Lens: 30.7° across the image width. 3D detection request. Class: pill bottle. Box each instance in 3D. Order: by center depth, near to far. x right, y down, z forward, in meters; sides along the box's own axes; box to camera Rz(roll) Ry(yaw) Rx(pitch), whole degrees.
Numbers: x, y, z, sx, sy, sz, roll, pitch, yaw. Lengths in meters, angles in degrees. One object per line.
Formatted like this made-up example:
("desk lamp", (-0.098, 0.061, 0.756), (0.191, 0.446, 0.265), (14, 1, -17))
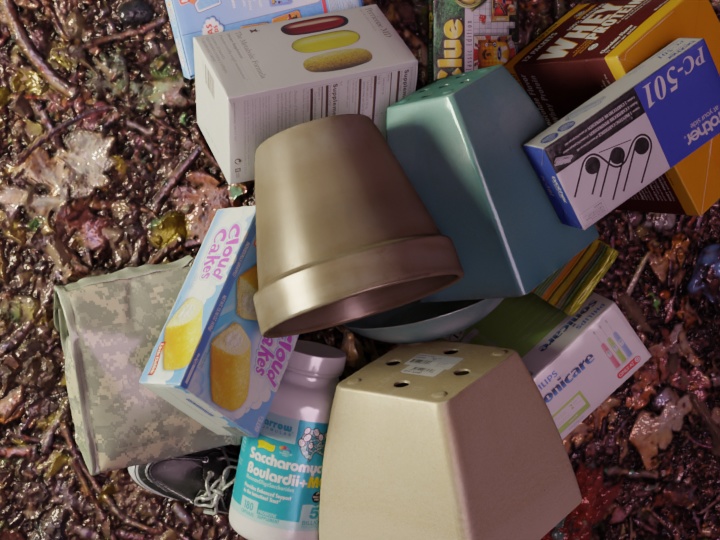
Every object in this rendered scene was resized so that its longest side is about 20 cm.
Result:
("pill bottle", (-0.067, 0.177, 1.351), (0.111, 0.111, 0.200), (7, 98, -20))

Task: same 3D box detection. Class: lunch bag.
("lunch bag", (-0.221, 0.088, 1.346), (0.164, 0.118, 0.200), (-10, 109, -19))

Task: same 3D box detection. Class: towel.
("towel", (0.178, -0.032, 1.425), (0.086, 0.200, 0.018), (-53, 144, -3))

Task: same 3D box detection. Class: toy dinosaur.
("toy dinosaur", (0.010, 0.119, 1.439), (0.058, 0.101, 0.200), (-41, 134, 3))

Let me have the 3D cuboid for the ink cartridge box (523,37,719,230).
("ink cartridge box", (0.262, -0.134, 1.264), (0.200, 0.044, 0.094), (-35, 111, -12))

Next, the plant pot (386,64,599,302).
("plant pot", (0.115, -0.091, 1.302), (0.141, 0.141, 0.200), (-34, 109, -40))

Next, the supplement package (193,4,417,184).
("supplement package", (-0.057, -0.181, 1.327), (0.200, 0.114, 0.110), (-15, 137, -18))

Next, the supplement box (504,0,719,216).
("supplement box", (0.297, -0.179, 1.412), (0.133, 0.200, 0.197), (-41, 111, -19))

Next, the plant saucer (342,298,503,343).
("plant saucer", (0.075, 0.037, 1.376), (0.201, 0.201, 0.039), (-21, 106, -14))

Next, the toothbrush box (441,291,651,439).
("toothbrush box", (0.197, 0.086, 1.443), (0.146, 0.200, 0.086), (-42, 113, -7))

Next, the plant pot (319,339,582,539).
("plant pot", (0.078, 0.176, 1.302), (0.200, 0.199, 0.177), (-29, 115, -45))

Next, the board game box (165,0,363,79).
("board game box", (-0.102, -0.296, 1.350), (0.200, 0.037, 0.152), (-17, 107, -16))

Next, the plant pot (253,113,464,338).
("plant pot", (-0.020, -0.047, 1.239), (0.200, 0.200, 0.174), (-13, 81, -16))

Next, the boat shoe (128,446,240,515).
("boat shoe", (-0.152, 0.233, 1.425), (0.199, 0.068, 0.074), (21, 94, -22))

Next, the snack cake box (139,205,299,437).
("snack cake box", (-0.121, 0.050, 1.292), (0.115, 0.067, 0.200), (40, 61, -37))

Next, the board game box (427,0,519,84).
("board game box", (0.124, -0.241, 1.447), (0.105, 0.023, 0.201), (-4, 102, -16))
